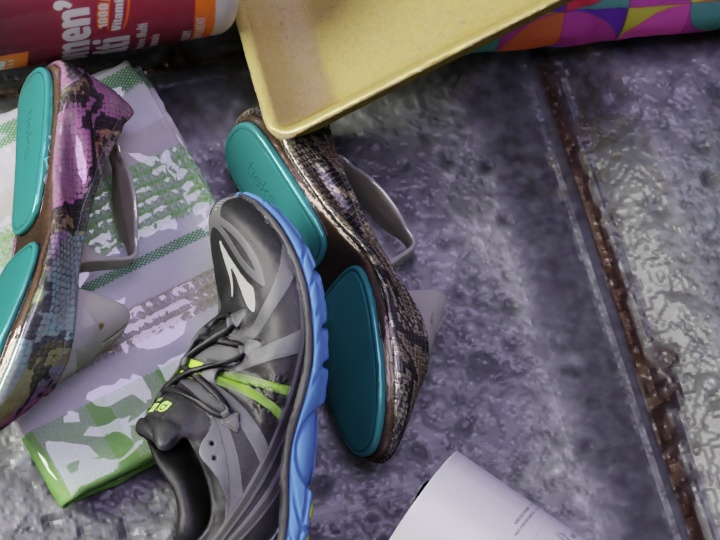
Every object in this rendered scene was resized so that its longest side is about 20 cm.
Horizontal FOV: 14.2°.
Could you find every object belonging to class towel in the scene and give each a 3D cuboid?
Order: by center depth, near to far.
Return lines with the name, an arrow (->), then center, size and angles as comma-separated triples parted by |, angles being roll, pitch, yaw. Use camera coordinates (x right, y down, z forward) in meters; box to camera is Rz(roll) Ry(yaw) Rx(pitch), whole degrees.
towel -> -0.132, 0.006, 1.437 | 0.149, 0.031, 0.200 | -25, 73, -17

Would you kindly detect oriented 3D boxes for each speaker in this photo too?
speaker -> 0.103, 0.171, 1.359 | 0.200, 0.081, 0.081 | 34, 64, 8

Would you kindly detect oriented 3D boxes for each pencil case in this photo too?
pencil case -> 0.127, -0.164, 1.526 | 0.199, 0.088, 0.089 | -10, 66, -12

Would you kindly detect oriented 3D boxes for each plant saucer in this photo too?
plant saucer -> 0.027, -0.178, 1.461 | 0.200, 0.048, 0.200 | -26, 59, 16

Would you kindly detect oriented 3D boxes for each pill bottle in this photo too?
pill bottle -> -0.167, -0.156, 1.431 | 0.199, 0.110, 0.110 | -10, 66, -12

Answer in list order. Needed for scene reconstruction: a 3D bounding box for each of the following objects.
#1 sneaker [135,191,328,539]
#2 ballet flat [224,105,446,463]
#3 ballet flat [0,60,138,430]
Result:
sneaker -> -0.063, 0.059, 1.369 | 0.082, 0.071, 0.200 | 7, 81, -20
ballet flat -> 0.000, 0.000, 1.441 | 0.075, 0.068, 0.200 | -8, 62, -35
ballet flat -> -0.143, -0.006, 1.394 | 0.071, 0.069, 0.201 | 19, 63, -22
